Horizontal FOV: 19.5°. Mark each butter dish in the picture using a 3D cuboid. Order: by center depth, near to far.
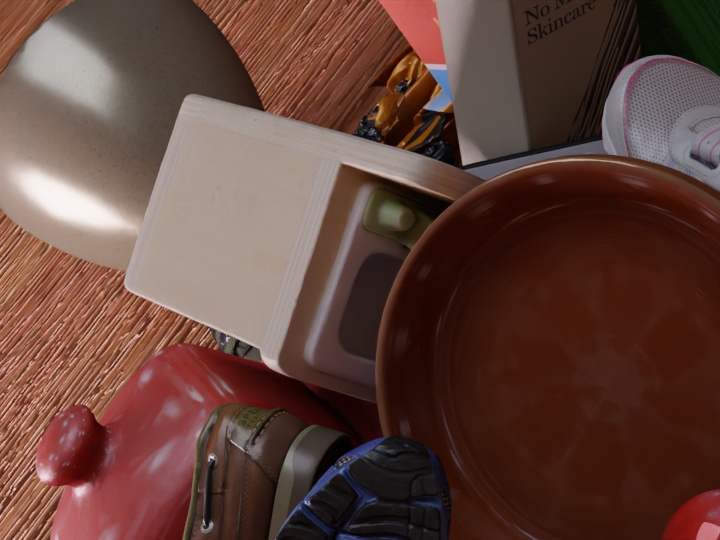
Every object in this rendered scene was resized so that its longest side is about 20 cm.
[{"bbox_3d":[-0.097,0.115,1.066,0.201,0.147,0.199,-59,26,3],"label":"butter dish"}]

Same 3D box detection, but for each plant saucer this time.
[{"bbox_3d":[0.102,0.050,0.882,0.200,0.201,0.032,-28,-1,27],"label":"plant saucer"}]

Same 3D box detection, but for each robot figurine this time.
[{"bbox_3d":[0.034,-0.097,1.340,0.200,0.058,0.145,-46,25,-8],"label":"robot figurine"}]

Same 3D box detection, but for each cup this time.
[{"bbox_3d":[-0.137,-0.076,1.438,0.200,0.200,0.143,-46,52,-6],"label":"cup"}]

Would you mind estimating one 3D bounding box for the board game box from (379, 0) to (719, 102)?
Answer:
[{"bbox_3d":[0.118,-0.123,1.150,0.200,0.153,0.040,-5,38,53],"label":"board game box"}]

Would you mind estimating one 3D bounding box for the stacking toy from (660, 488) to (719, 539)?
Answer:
[{"bbox_3d":[0.088,0.159,0.837,0.200,0.085,0.085,-38,26,12],"label":"stacking toy"}]

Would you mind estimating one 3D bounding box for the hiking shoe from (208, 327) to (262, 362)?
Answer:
[{"bbox_3d":[-0.074,0.020,1.265,0.076,0.101,0.200,-41,25,4],"label":"hiking shoe"}]

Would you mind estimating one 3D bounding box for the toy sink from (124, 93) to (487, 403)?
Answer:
[{"bbox_3d":[0.000,0.000,0.999,0.200,0.130,0.113,19,91,51],"label":"toy sink"}]

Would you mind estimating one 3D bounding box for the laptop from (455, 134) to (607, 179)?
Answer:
[{"bbox_3d":[0.076,0.050,0.998,0.116,0.201,0.187,-19,6,-41],"label":"laptop"}]

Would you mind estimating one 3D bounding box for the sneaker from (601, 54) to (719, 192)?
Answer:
[{"bbox_3d":[0.182,-0.032,0.888,0.081,0.088,0.200,-31,60,-23],"label":"sneaker"}]

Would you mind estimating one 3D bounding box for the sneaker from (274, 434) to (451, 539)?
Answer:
[{"bbox_3d":[0.000,0.138,0.913,0.079,0.075,0.201,-61,-10,-46],"label":"sneaker"}]

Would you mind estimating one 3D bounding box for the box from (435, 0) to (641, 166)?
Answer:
[{"bbox_3d":[0.095,-0.094,1.066,0.082,0.201,0.068,-32,45,-20],"label":"box"}]

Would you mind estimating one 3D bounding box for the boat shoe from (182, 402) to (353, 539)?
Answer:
[{"bbox_3d":[-0.057,0.159,0.969,0.068,0.072,0.201,17,98,20],"label":"boat shoe"}]
